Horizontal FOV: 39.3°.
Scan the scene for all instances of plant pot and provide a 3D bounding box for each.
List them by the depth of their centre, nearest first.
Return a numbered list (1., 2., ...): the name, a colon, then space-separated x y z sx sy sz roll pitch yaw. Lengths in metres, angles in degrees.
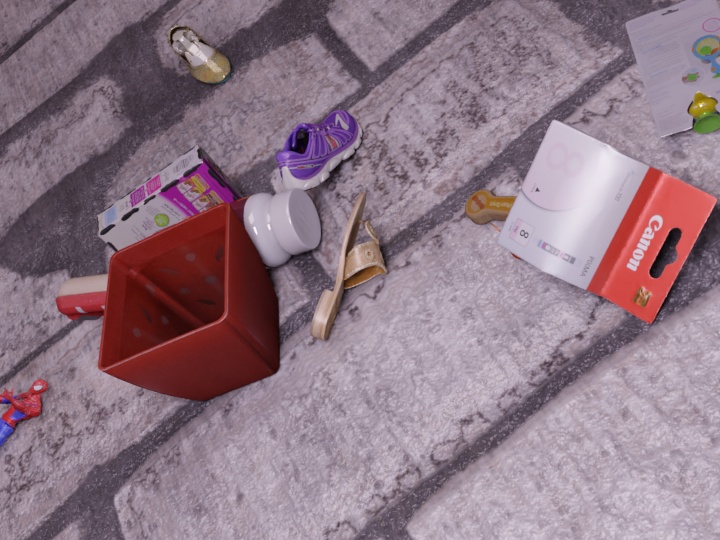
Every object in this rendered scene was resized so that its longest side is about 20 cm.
1. plant pot: -0.213 0.064 1.364 0.200 0.176 0.200 -22 48 19

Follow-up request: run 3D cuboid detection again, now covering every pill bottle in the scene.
1. pill bottle: -0.165 -0.050 1.467 0.200 0.110 0.110 -16 49 24

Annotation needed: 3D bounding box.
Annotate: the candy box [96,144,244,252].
1. candy box: -0.286 -0.082 1.556 0.200 0.136 0.061 -33 37 7

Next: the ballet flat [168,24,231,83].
1. ballet flat: -0.308 -0.407 1.878 0.071 0.071 0.200 -43 44 -2

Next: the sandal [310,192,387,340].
1. sandal: 0.000 0.002 1.360 0.070 0.078 0.212 18 72 8

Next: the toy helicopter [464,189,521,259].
1. toy helicopter: 0.206 -0.067 1.268 0.200 0.079 0.132 8 71 51

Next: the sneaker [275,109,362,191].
1. sneaker: -0.062 -0.194 1.505 0.081 0.084 0.200 -5 31 29

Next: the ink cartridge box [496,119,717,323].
1. ink cartridge box: 0.270 -0.057 1.137 0.200 0.057 0.163 36 110 36

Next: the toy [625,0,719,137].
1. toy: 0.415 -0.252 1.269 0.115 0.047 0.200 -17 52 19

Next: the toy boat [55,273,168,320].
1. toy boat: -0.361 0.072 1.521 0.200 0.130 0.131 -6 84 32

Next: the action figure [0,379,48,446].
1. action figure: -0.567 0.233 1.539 0.200 0.099 0.065 -47 45 -9
